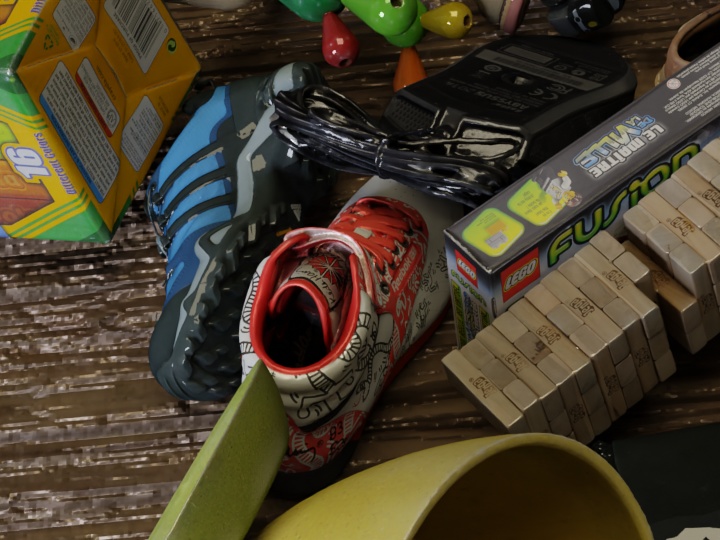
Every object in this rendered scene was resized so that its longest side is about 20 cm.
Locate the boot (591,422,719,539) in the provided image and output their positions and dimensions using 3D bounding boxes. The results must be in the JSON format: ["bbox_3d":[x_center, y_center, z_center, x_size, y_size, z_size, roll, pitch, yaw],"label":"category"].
[{"bbox_3d":[0.184,0.078,1.230,0.161,0.074,0.199,-14,49,4],"label":"boot"}]

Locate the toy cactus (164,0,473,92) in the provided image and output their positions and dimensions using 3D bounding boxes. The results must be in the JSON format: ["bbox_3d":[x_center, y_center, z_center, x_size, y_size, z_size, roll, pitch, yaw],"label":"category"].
[{"bbox_3d":[-0.036,-0.154,1.411,0.164,0.103,0.200,-3,33,-14],"label":"toy cactus"}]

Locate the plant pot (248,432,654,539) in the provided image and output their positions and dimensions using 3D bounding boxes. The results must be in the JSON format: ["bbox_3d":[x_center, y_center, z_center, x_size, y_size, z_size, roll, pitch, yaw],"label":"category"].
[{"bbox_3d":[0.016,0.164,1.125,0.141,0.200,0.200,2,47,43],"label":"plant pot"}]

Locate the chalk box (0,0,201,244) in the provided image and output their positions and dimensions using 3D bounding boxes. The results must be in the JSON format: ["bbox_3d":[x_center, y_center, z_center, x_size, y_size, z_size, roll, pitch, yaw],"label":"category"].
[{"bbox_3d":[-0.208,-0.101,1.376,0.199,0.125,0.124,2,50,30],"label":"chalk box"}]

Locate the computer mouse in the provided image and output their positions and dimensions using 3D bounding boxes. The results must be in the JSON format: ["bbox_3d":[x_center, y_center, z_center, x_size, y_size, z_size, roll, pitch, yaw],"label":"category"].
[{"bbox_3d":[0.060,-0.068,1.341,0.138,0.053,0.199,22,29,34],"label":"computer mouse"}]

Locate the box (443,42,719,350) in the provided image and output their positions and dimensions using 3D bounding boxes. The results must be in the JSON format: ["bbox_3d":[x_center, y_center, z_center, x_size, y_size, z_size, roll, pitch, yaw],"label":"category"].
[{"bbox_3d":[0.131,-0.028,1.291,0.199,0.110,0.035,-34,55,-19],"label":"box"}]

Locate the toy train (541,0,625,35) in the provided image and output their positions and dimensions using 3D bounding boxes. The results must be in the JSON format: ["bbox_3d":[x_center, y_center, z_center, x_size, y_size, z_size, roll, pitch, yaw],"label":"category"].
[{"bbox_3d":[0.141,-0.212,1.425,0.046,0.034,0.201,-2,59,37],"label":"toy train"}]

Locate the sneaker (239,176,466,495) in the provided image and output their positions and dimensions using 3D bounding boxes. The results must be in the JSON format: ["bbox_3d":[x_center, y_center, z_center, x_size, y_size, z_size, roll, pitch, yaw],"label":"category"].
[{"bbox_3d":[0.001,0.001,1.284,0.067,0.108,0.202,20,57,14],"label":"sneaker"}]

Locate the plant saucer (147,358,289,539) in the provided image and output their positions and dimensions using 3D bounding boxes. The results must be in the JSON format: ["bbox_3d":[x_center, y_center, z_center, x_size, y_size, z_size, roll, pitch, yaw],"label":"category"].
[{"bbox_3d":[-0.081,0.131,1.157,0.031,0.200,0.201,30,58,-2],"label":"plant saucer"}]

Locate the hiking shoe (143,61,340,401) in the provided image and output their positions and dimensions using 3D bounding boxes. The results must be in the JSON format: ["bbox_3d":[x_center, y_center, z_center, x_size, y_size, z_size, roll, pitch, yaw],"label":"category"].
[{"bbox_3d":[-0.071,-0.015,1.347,0.086,0.075,0.201,-5,46,31],"label":"hiking shoe"}]

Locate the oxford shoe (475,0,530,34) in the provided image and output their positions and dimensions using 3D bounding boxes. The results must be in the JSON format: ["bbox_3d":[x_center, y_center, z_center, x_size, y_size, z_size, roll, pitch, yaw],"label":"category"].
[{"bbox_3d":[0.061,-0.199,1.452,0.074,0.071,0.201,10,40,-8],"label":"oxford shoe"}]

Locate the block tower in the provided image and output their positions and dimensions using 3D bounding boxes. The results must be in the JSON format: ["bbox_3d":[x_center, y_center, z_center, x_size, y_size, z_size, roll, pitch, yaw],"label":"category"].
[{"bbox_3d":[0.133,0.010,1.249,0.200,0.058,0.054,-37,50,-12],"label":"block tower"}]

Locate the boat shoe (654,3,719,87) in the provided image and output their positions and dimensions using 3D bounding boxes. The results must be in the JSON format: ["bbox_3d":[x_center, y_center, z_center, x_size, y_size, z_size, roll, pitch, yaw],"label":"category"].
[{"bbox_3d":[0.236,-0.125,1.377,0.199,0.072,0.076,-31,54,-16],"label":"boat shoe"}]
